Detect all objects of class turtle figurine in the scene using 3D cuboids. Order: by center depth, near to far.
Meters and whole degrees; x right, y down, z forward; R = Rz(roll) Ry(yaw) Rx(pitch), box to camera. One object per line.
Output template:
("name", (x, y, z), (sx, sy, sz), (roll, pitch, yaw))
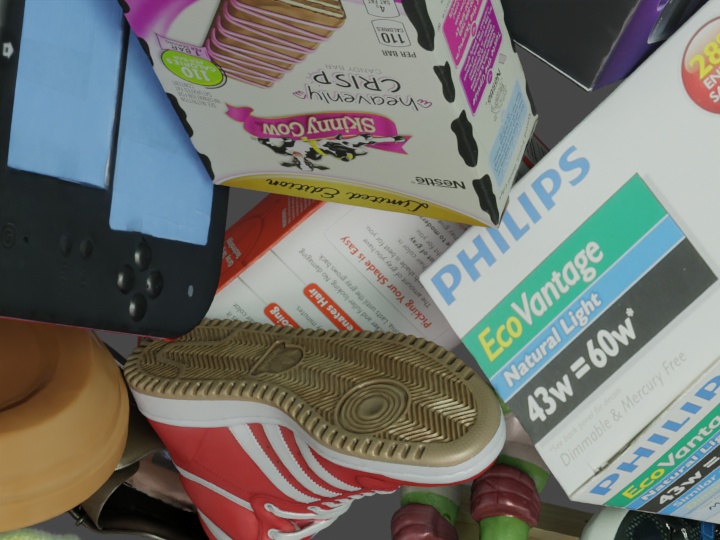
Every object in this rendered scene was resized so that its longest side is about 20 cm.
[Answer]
("turtle figurine", (0.021, 0.140, 1.149), (0.198, 0.195, 0.144), (11, 143, -6))

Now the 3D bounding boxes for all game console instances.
("game console", (-0.103, -0.077, 1.040), (0.031, 0.177, 0.202), (4, 86, 25))

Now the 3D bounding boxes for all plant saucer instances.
("plant saucer", (-0.195, 0.039, 1.098), (0.199, 0.201, 0.038), (11, 120, -9))

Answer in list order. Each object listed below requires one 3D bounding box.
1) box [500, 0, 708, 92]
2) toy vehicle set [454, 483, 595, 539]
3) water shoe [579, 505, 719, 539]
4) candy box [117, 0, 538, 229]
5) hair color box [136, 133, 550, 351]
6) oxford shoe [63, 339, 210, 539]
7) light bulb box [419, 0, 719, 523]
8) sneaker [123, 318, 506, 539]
("box", (0.136, -0.184, 1.035), (0.079, 0.141, 0.201), (35, 115, 13))
("toy vehicle set", (0.120, 0.186, 1.302), (0.199, 0.027, 0.125), (14, 116, -10))
("water shoe", (0.175, 0.146, 1.183), (0.199, 0.079, 0.072), (13, 84, -49))
("candy box", (-0.019, -0.102, 0.987), (0.135, 0.061, 0.200), (9, 152, 23))
("hair color box", (0.000, 0.000, 1.177), (0.200, 0.061, 0.102), (-39, 113, 16))
("oxford shoe", (-0.136, 0.077, 1.199), (0.199, 0.085, 0.073), (19, 117, -11))
("light bulb box", (0.168, -0.001, 1.098), (0.198, 0.125, 0.200), (-44, 153, 18))
("sneaker", (-0.008, 0.088, 1.112), (0.199, 0.071, 0.113), (10, 132, 40))
